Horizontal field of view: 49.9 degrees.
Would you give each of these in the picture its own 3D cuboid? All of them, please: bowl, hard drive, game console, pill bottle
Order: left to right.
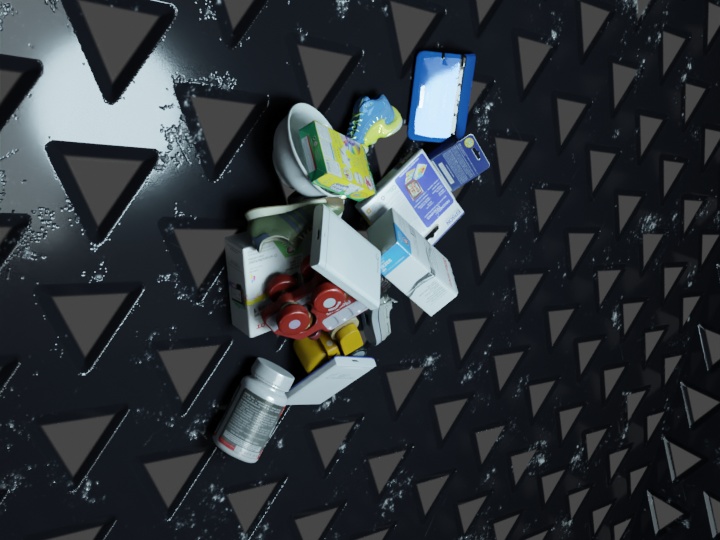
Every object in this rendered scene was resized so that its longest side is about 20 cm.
[{"bbox_3d":[-0.229,0.302,1.687,0.113,0.113,0.202,29,89,-44],"label":"pill bottle"},{"bbox_3d":[-0.114,-0.224,1.551,0.201,0.089,0.204,40,39,-42],"label":"bowl"},{"bbox_3d":[-0.076,0.253,1.774,0.131,0.026,0.199,9,142,-47],"label":"hard drive"},{"bbox_3d":[-0.025,-0.024,1.509,0.199,0.026,0.134,38,45,-45],"label":"hard drive"},{"bbox_3d":[0.191,-0.410,1.819,0.167,0.119,0.204,3,109,-9],"label":"game console"}]

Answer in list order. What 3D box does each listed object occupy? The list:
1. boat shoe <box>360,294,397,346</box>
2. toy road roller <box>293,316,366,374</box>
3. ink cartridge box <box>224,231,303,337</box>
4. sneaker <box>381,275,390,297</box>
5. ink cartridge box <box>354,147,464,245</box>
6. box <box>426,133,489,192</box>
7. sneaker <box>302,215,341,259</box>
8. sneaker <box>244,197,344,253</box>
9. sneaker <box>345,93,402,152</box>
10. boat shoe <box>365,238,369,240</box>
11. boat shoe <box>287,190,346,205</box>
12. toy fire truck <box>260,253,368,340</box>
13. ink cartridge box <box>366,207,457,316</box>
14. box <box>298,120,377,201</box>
[{"bbox_3d":[0.048,0.084,1.867,0.085,0.074,0.205,-30,128,-28],"label":"boat shoe"},{"bbox_3d":[-0.078,0.149,1.728,0.145,0.124,0.201,-29,152,-10],"label":"toy road roller"},{"bbox_3d":[-0.196,0.018,1.614,0.143,0.084,0.203,-19,120,-34],"label":"ink cartridge box"},{"bbox_3d":[0.000,0.000,1.703,0.075,0.116,0.200,-39,159,-3],"label":"sneaker"},{"bbox_3d":[0.116,-0.141,1.780,0.198,0.047,0.201,-44,121,-9],"label":"ink cartridge box"},{"bbox_3d":[0.198,-0.236,1.830,0.198,0.033,0.121,-32,133,11],"label":"box"},{"bbox_3d":[-0.077,-0.072,1.702,0.203,0.070,0.099,-70,158,-13],"label":"sneaker"},{"bbox_3d":[-0.124,-0.084,1.522,0.196,0.067,0.092,-9,81,-7],"label":"sneaker"},{"bbox_3d":[-0.005,-0.309,1.665,0.199,0.075,0.106,-38,111,-23],"label":"sneaker"},{"bbox_3d":[-0.003,-0.010,1.783,0.198,0.069,0.072,-28,125,-30],"label":"boat shoe"},{"bbox_3d":[-0.071,-0.180,1.649,0.200,0.072,0.067,-37,134,-18],"label":"boat shoe"},{"bbox_3d":[-0.091,0.075,1.569,0.198,0.113,0.168,-31,136,6],"label":"toy fire truck"},{"bbox_3d":[0.112,-0.018,1.700,0.083,0.146,0.199,-40,117,21],"label":"ink cartridge box"},{"bbox_3d":[-0.038,-0.211,1.532,0.199,0.048,0.119,13,58,-55],"label":"box"}]
